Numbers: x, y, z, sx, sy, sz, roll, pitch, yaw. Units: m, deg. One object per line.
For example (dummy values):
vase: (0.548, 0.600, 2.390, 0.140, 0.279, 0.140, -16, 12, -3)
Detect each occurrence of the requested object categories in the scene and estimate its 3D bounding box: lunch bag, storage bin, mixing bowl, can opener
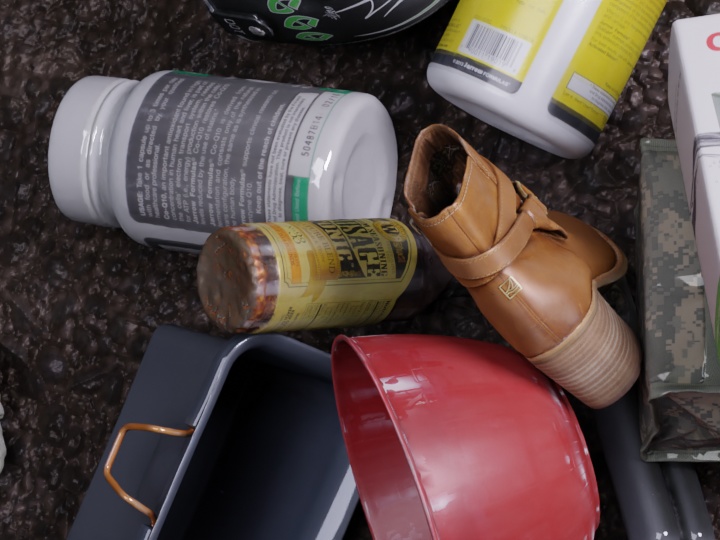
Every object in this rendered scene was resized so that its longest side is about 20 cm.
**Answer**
lunch bag: (0.253, 0.018, 1.314, 0.199, 0.118, 0.165, 1, 64, 4)
storage bin: (-0.100, 0.125, 1.431, 0.134, 0.145, 0.201, 19, 86, 56)
mixing bowl: (0.065, 0.115, 1.320, 0.108, 0.200, 0.201, -18, 71, -10)
can opener: (0.148, 0.083, 1.388, 0.067, 0.053, 0.201, -43, 51, 45)

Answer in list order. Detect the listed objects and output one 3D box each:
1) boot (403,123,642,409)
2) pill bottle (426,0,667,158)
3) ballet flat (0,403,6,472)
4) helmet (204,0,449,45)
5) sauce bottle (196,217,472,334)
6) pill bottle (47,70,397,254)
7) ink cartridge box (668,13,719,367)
boot: (0.076, -0.020, 1.316, 0.077, 0.155, 0.200, -38, 24, 17)
pill bottle: (0.129, -0.177, 1.420, 0.112, 0.112, 0.201, 27, 90, 24)
ballet flat: (-0.269, 0.137, 1.553, 0.069, 0.069, 0.201, 27, 92, 24)
helmet: (-0.005, -0.239, 1.447, 0.190, 0.200, 0.201, -17, 73, 24)
sauce bottle: (0.000, 0.000, 1.395, 0.066, 0.199, 0.066, 8, 100, 50)
pill bottle: (-0.087, -0.065, 1.485, 0.199, 0.113, 0.114, 8, 83, 23)
ink cartridge box: (0.246, -0.039, 1.230, 0.145, 0.084, 0.201, -9, 61, 3)
